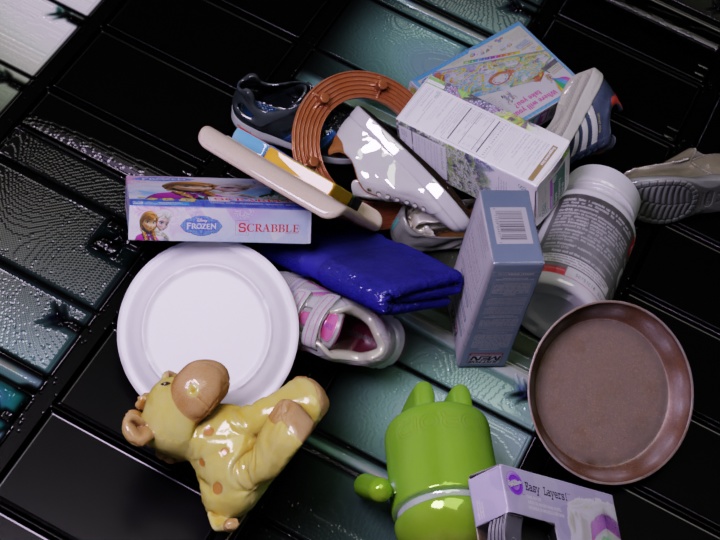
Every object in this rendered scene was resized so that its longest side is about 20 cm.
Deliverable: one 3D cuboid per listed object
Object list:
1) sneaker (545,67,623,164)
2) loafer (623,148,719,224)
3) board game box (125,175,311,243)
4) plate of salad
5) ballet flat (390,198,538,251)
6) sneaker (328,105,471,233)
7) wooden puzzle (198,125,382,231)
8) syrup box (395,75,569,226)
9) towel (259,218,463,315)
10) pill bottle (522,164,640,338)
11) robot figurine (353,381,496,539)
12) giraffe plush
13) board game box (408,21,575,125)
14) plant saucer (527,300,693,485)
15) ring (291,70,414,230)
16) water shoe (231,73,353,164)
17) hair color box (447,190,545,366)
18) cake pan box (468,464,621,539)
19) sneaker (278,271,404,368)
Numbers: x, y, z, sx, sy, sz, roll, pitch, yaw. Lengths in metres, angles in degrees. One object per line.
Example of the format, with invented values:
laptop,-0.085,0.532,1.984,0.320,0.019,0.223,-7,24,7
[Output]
sneaker,0.273,-0.158,1.949,0.084,0.075,0.201,42,67,-22
loafer,0.405,-0.109,1.942,0.197,0.076,0.070,-3,43,-19
board game box,-0.165,-0.070,1.739,0.197,0.042,0.200,1,12,-11
plate of salad,-0.164,0.066,1.674,0.197,0.048,0.203,0,83,2
ballet flat,0.134,-0.060,1.850,0.197,0.064,0.068,-7,60,-16
sneaker,0.045,-0.097,1.804,0.200,0.073,0.085,44,98,18
wooden puzzle,-0.071,-0.106,1.721,0.184,0.200,0.038,31,97,14
syrup box,0.144,-0.141,1.816,0.199,0.079,0.082,27,63,23
towel,0.000,0.000,1.731,0.199,0.050,0.147,25,26,38
pill bottle,0.257,-0.022,1.815,0.113,0.114,0.201,24,54,7
robot figurine,0.086,0.218,1.609,0.173,0.116,0.202,6,54,-17
giraffe plush,-0.148,0.159,1.572,0.162,0.173,0.201,38,87,1
board game box,0.176,-0.232,2.000,0.199,0.034,0.135,-31,65,-28
plant saucer,0.272,0.135,1.712,0.198,0.034,0.203,2,83,-15
ring,0.012,-0.147,1.868,0.198,0.019,0.203,7,73,-23
water shoe,-0.061,-0.186,1.893,0.197,0.079,0.072,10,53,-4
hair color box,0.146,0.012,1.716,0.060,0.201,0.100,0,54,-11
cake pan box,0.193,0.300,1.542,0.199,0.052,0.186,22,49,-40
sneaker,-0.046,0.053,1.703,0.198,0.088,0.082,15,90,1
